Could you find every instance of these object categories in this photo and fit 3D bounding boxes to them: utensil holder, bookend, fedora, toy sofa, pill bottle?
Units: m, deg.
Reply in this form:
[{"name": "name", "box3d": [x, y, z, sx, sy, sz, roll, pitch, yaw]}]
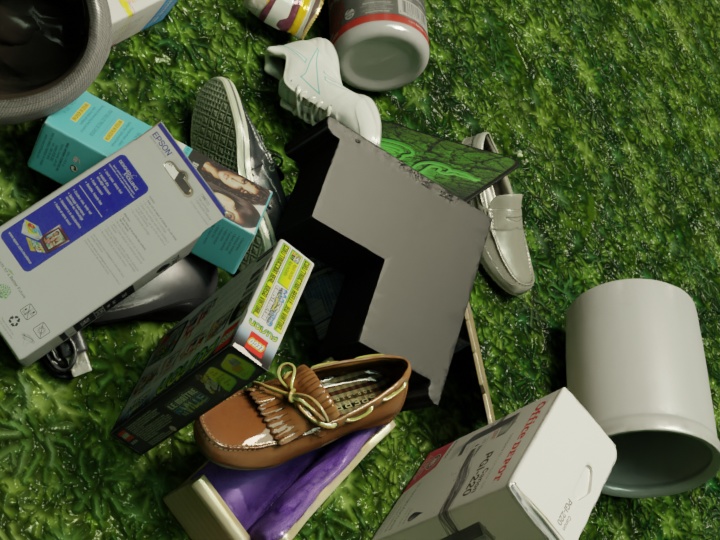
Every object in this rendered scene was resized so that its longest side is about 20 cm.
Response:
[{"name": "utensil holder", "box3d": [0.322, 0.135, 1.235, 0.169, 0.170, 0.201, 28, 49, -28]}, {"name": "bookend", "box3d": [0.000, 0.000, 0.996, 0.198, 0.092, 0.202, 29, 65, -23]}, {"name": "fedora", "box3d": [-0.309, -0.210, 0.889, 0.198, 0.090, 0.179, 0, 95, -15]}, {"name": "toy sofa", "box3d": [-0.064, 0.160, 0.918, 0.083, 0.097, 0.200, 54, 44, -4]}, {"name": "pill bottle", "box3d": [0.018, -0.323, 1.259, 0.115, 0.116, 0.202, 18, 55, -34]}]

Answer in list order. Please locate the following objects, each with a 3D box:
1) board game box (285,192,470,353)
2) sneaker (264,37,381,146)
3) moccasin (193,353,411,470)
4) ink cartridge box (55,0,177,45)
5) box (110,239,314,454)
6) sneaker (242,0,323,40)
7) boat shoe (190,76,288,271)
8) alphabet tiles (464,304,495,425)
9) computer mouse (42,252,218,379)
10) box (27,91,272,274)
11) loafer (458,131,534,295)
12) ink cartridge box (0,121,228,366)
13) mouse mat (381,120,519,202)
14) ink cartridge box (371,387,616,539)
[{"name": "board game box", "box3d": [0.028, 0.003, 1.120, 0.199, 0.062, 0.201, -9, 72, -45]}, {"name": "sneaker", "box3d": [-0.043, -0.176, 1.136, 0.080, 0.071, 0.201, -7, 46, -30]}, {"name": "moccasin", "box3d": [-0.042, 0.110, 0.872, 0.200, 0.078, 0.074, -6, 49, -31]}, {"name": "ink cartridge box", "box3d": [-0.267, -0.266, 0.999, 0.115, 0.068, 0.200, 51, 43, -7]}, {"name": "box", "box3d": [-0.120, 0.064, 0.846, 0.035, 0.200, 0.111, 37, 47, -17]}, {"name": "sneaker", "box3d": [-0.084, -0.355, 1.216, 0.089, 0.075, 0.201, 21, 46, -21]}, {"name": "boat shoe", "box3d": [-0.113, -0.092, 1.041, 0.062, 0.074, 0.202, -6, 73, -52]}, {"name": "alphabet tiles", "box3d": [0.120, 0.078, 1.123, 0.167, 0.006, 0.202, 61, 18, -67]}, {"name": "computer mouse", "box3d": [-0.195, 0.006, 0.920, 0.199, 0.053, 0.139, -14, 75, -46]}, {"name": "box", "box3d": [-0.181, -0.080, 0.936, 0.199, 0.049, 0.083, 28, 31, -9]}, {"name": "loafer", "box3d": [0.163, -0.069, 1.278, 0.070, 0.070, 0.202, -11, 75, -45]}, {"name": "ink cartridge box", "box3d": [-0.212, -0.022, 0.850, 0.199, 0.039, 0.100, -35, 83, -12]}, {"name": "mouse mat", "box3d": [0.054, -0.119, 1.151, 0.161, 0.199, 0.008, -35, 135, -48]}, {"name": "ink cartridge box", "box3d": [0.121, 0.210, 0.982, 0.085, 0.200, 0.146, 50, 43, -7]}]
